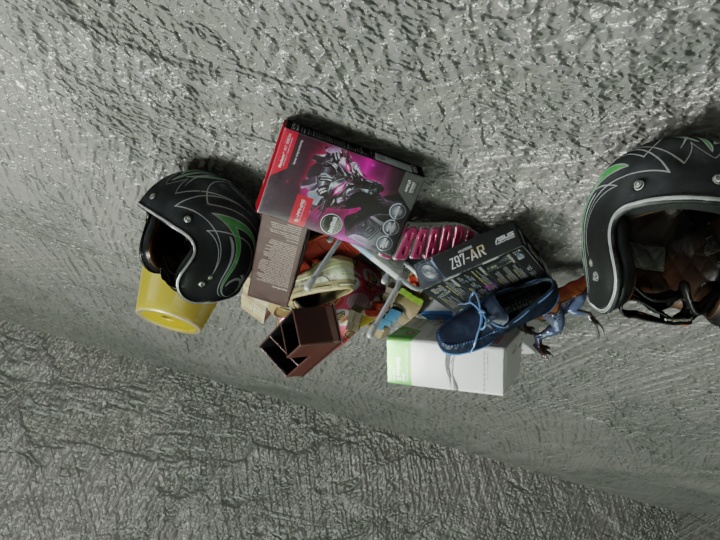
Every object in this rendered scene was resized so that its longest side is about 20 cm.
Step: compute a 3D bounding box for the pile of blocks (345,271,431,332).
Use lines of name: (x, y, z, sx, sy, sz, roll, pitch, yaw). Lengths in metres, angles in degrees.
pile of blocks: (0.058, 0.064, 1.264, 0.200, 0.082, 0.062, -35, -178, 16)

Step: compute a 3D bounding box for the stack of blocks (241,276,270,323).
stack of blocks: (-0.168, 0.016, 1.359, 0.059, 0.115, 0.200, 36, 158, 3)

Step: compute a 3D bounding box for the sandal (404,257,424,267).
sandal: (0.114, -0.008, 1.193, 0.200, 0.043, 0.076, 6, -171, 37)

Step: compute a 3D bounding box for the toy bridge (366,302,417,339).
toy bridge: (0.081, 0.089, 1.394, 0.200, 0.027, 0.067, -9, -141, -46)

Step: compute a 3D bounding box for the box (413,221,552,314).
box: (0.193, 0.008, 1.083, 0.160, 0.044, 0.200, -25, 153, 20)

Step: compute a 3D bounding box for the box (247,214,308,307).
box: (-0.118, -0.049, 1.099, 0.075, 0.100, 0.200, 16, 134, -2)

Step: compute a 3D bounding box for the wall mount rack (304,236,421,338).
wall mount rack: (0.000, 0.000, 1.073, 0.200, 0.174, 0.075, 37, 117, -11)

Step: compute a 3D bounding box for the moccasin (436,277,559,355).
moccasin: (0.202, 0.057, 1.067, 0.200, 0.081, 0.068, -29, 151, -6)

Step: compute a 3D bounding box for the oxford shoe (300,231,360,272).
oxford shoe: (-0.062, -0.056, 1.205, 0.200, 0.073, 0.071, -15, 135, 22)

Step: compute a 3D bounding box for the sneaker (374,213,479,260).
sneaker: (0.093, -0.054, 1.086, 0.199, 0.074, 0.087, 3, -156, -26)

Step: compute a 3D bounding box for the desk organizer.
desk organizer: (-0.109, 0.129, 1.245, 0.077, 0.072, 0.200, -3, 157, -27)

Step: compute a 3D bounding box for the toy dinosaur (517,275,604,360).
toy dinosaur: (0.326, 0.053, 1.111, 0.200, 0.105, 0.182, 12, 126, -28)

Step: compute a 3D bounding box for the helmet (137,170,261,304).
helmet: (-0.253, -0.063, 1.127, 0.199, 0.191, 0.200, 10, -161, -3)

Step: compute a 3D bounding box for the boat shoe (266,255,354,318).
boat shoe: (-0.089, 0.042, 1.218, 0.073, 0.063, 0.200, 14, 144, -41)

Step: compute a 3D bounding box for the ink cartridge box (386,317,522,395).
ink cartridge box: (0.161, 0.142, 1.200, 0.199, 0.084, 0.145, 4, -169, 23)

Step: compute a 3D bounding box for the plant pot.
plant pot: (-0.346, 0.013, 1.387, 0.200, 0.189, 0.201, 14, 159, 5)

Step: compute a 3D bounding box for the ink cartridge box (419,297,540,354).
ink cartridge box: (0.227, 0.083, 1.326, 0.144, 0.084, 0.200, -3, 153, 39)

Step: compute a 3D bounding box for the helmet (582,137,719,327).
helmet: (0.332, -0.045, 0.758, 0.199, 0.191, 0.200, 7, -167, -2)

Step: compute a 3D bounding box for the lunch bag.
lunch bag: (-0.067, 0.055, 1.339, 0.176, 0.082, 0.200, 28, 119, -34)

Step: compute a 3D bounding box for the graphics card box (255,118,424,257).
graphics card box: (-0.028, -0.109, 0.955, 0.200, 0.126, 0.051, 18, -158, -11)
